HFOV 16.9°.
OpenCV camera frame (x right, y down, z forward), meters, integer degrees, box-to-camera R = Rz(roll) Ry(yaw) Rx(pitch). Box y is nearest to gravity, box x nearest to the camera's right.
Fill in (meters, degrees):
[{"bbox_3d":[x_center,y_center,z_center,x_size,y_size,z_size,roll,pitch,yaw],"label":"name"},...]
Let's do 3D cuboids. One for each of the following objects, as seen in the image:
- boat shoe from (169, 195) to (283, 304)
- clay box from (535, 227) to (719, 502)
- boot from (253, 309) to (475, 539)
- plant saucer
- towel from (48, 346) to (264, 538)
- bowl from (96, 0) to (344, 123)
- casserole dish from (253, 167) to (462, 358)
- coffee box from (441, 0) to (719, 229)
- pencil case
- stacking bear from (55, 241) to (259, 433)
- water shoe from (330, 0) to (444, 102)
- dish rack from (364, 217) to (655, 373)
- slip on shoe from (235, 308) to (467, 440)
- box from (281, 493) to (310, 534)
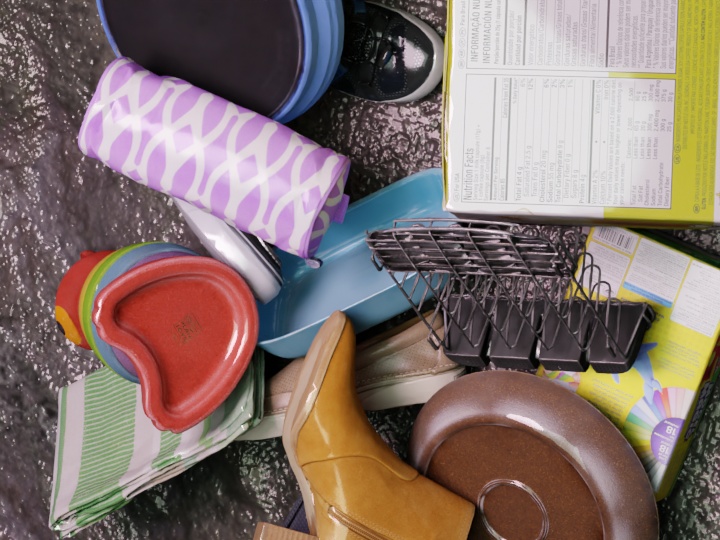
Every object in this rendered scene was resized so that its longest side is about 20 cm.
[{"bbox_3d":[-0.104,-0.064,1.786,0.071,0.072,0.200,-34,63,-5],"label":"boat shoe"},{"bbox_3d":[0.187,0.073,1.703,0.115,0.048,0.200,25,105,21],"label":"clay box"},{"bbox_3d":[0.014,0.141,1.698,0.144,0.071,0.202,16,89,-9],"label":"boot"},{"bbox_3d":[0.113,0.166,1.711,0.200,0.032,0.201,15,120,27],"label":"plant saucer"},{"bbox_3d":[-0.153,0.101,1.814,0.200,0.023,0.153,-31,38,25],"label":"towel"},{"bbox_3d":[-0.105,-0.189,1.729,0.200,0.039,0.201,18,127,26],"label":"bowl"},{"bbox_3d":[0.000,0.000,1.754,0.200,0.121,0.039,-27,124,23],"label":"casserole dish"},{"bbox_3d":[0.157,-0.129,1.582,0.197,0.200,0.201,2,89,6],"label":"coffee box"},{"bbox_3d":[-0.100,-0.081,1.716,0.200,0.085,0.084,26,104,6],"label":"pencil case"},{"bbox_3d":[-0.163,0.031,1.788,0.114,0.200,0.122,-35,111,-18],"label":"stacking bear"},{"bbox_3d":[-0.036,-0.171,1.766,0.200,0.079,0.072,20,101,21],"label":"water shoe"},{"bbox_3d":[0.096,0.008,1.608,0.153,0.200,0.055,1,62,26],"label":"dish rack"},{"bbox_3d":[-0.022,0.077,1.775,0.199,0.076,0.061,-12,101,20],"label":"slip on shoe"},{"bbox_3d":[0.005,0.275,1.727,0.200,0.051,0.158,30,73,2],"label":"box"}]
